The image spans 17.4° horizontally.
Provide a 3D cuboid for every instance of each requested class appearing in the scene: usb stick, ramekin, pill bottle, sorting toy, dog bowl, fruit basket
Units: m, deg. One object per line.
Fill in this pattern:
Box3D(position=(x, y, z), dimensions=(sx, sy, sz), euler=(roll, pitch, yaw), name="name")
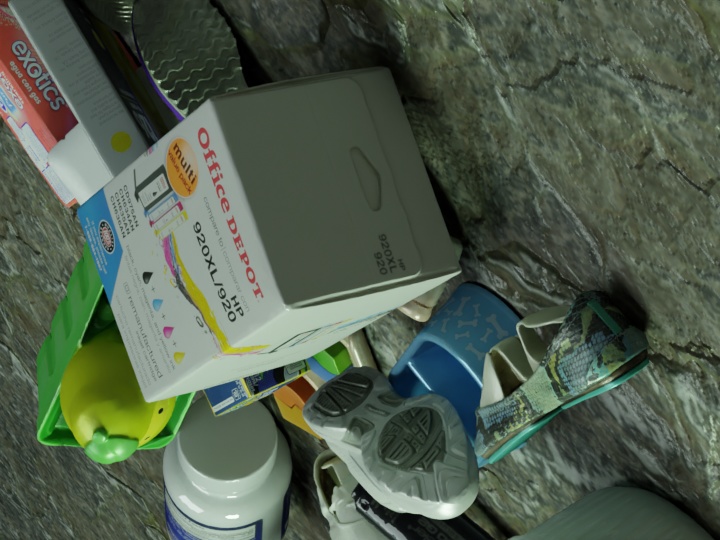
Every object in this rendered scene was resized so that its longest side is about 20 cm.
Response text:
Box3D(position=(0.079, 0.223, 1.835), dimensions=(0.200, 0.055, 0.033), euler=(39, 178, 19), name="usb stick")
Box3D(position=(0.186, 0.239, 1.576), dimensions=(0.200, 0.105, 0.200), euler=(44, 158, 24), name="ramekin")
Box3D(position=(-0.123, 0.192, 2.167), dimensions=(0.120, 0.120, 0.200), euler=(47, 158, 19), name="pill bottle")
Box3D(position=(-0.038, 0.084, 1.922), dimensions=(0.200, 0.036, 0.185), euler=(31, 150, 48), name="sorting toy")
Box3D(position=(0.075, 0.082, 1.649), dimensions=(0.112, 0.050, 0.200), euler=(51, 159, 7), name="dog bowl")
Box3D(position=(-0.192, 0.084, 1.989), dimensions=(0.215, 0.155, 0.216), euler=(-11, 77, 57), name="fruit basket")

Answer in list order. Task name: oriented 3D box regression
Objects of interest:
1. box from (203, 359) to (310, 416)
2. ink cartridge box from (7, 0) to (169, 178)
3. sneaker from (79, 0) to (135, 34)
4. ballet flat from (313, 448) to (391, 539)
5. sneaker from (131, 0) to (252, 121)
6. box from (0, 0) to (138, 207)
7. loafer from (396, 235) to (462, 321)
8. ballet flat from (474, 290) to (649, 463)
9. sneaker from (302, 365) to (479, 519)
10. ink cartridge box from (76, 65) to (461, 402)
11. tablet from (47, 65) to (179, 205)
Box3D(position=(-0.119, 0.009, 1.872), dimensions=(0.070, 0.064, 0.200), euler=(-31, 83, 57), name="box")
Box3D(position=(-0.173, -0.108, 1.716), dimensions=(0.200, 0.047, 0.198), euler=(58, -178, 4), name="ink cartridge box")
Box3D(position=(-0.206, -0.265, 1.701), dimensions=(0.200, 0.075, 0.085), euler=(60, 174, -21), name="sneaker")
Box3D(position=(-0.004, 0.191, 1.948), dimensions=(0.070, 0.069, 0.200), euler=(59, 173, -15), name="ballet flat")
Box3D(position=(-0.108, -0.114, 1.711), dimensions=(0.200, 0.069, 0.099), euler=(56, 162, -4), name="sneaker")
Box3D(position=(-0.249, -0.163, 1.908), dimensions=(0.200, 0.095, 0.103), euler=(55, 160, -4), name="box")
Box3D(position=(0.000, 0.000, 1.630), dimensions=(0.072, 0.063, 0.200), euler=(19, 172, -26), name="loafer")
Box3D(position=(0.116, 0.063, 1.492), dimensions=(0.074, 0.074, 0.200), euler=(53, 146, 3), name="ballet flat")
Box3D(position=(0.039, 0.137, 1.660), dimensions=(0.099, 0.078, 0.200), euler=(57, 170, -27), name="sneaker")
Box3D(position=(-0.063, -0.023, 1.529), dimensions=(0.200, 0.144, 0.148), euler=(-33, 75, 53), name="ink cartridge box")
Box3D(position=(-0.141, -0.053, 1.821), dimensions=(0.200, 0.130, 0.014), euler=(51, -166, 7), name="tablet")
